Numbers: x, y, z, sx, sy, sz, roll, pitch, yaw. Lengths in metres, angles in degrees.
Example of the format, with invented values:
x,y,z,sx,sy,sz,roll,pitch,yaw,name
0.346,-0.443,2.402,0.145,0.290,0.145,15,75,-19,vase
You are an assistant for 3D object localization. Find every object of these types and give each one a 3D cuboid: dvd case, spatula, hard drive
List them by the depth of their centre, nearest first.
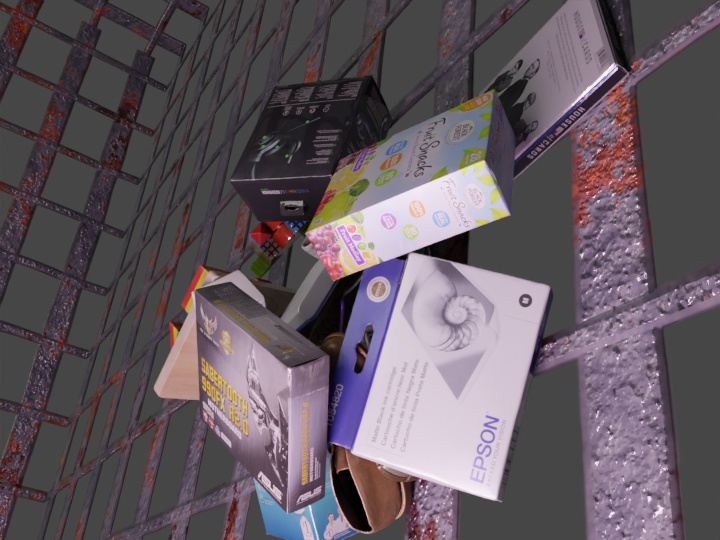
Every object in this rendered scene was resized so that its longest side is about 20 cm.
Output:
x,y,z,sx,sy,sz,roll,pitch,yaw,name
0.198,-0.198,0.860,0.200,0.024,0.153,-43,34,41,dvd case
0.000,0.000,0.943,0.057,0.020,0.204,-103,34,-78,spatula
-0.060,0.025,1.027,0.133,0.025,0.200,-59,6,-21,hard drive

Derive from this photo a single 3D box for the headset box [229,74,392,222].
x,y,z,sx,sy,sz,roll,pitch,yaw,name
-0.069,-0.165,1.113,0.171,0.093,0.203,0,54,29,headset box

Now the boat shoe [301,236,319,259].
x,y,z,sx,sy,sz,roll,pitch,yaw,name
-0.021,-0.099,1.162,0.201,0.065,0.073,-53,29,29,boat shoe

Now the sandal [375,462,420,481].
x,y,z,sx,sy,sz,roll,pitch,yaw,name
0.072,0.117,0.802,0.055,0.080,0.204,132,157,-75,sandal

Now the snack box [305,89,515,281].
x,y,z,sx,sy,sz,roll,pitch,yaw,name
0.057,-0.090,0.810,0.197,0.068,0.170,-20,28,24,snack box

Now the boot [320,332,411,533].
x,y,z,sx,sy,sz,roll,pitch,yaw,name
-0.005,0.164,0.799,0.073,0.075,0.204,-19,87,33,boot

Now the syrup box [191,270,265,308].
x,y,z,sx,sy,sz,roll,pitch,yaw,name
-0.176,0.110,1.128,0.081,0.078,0.203,40,145,41,syrup box

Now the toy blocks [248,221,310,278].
x,y,z,sx,sy,sz,roll,pitch,yaw,name
-0.104,-0.085,1.217,0.200,0.100,0.137,-46,0,-11,toy blocks

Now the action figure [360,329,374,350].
x,y,z,sx,sy,sz,roll,pitch,yaw,name
0.003,0.138,0.905,0.200,0.068,0.133,148,123,-64,action figure

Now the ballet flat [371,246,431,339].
x,y,z,sx,sy,sz,roll,pitch,yaw,name
0.048,0.008,0.870,0.065,0.074,0.203,94,-176,-53,ballet flat

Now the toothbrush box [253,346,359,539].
x,y,z,sx,sy,sz,roll,pitch,yaw,name
-0.069,0.196,0.896,0.146,0.084,0.204,-19,86,59,toothbrush box

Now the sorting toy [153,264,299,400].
x,y,z,sx,sy,sz,roll,pitch,yaw,name
-0.207,0.096,1.208,0.069,0.198,0.202,36,103,38,sorting toy

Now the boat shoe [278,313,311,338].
x,y,z,sx,sy,sz,roll,pitch,yaw,name
-0.090,0.155,1.107,0.075,0.074,0.203,95,177,-49,boat shoe

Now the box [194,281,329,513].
x,y,z,sx,sy,sz,roll,pitch,yaw,name
-0.105,0.122,0.804,0.199,0.048,0.162,30,125,47,box

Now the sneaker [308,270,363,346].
x,y,z,sx,sy,sz,roll,pitch,yaw,name
-0.009,0.018,1.036,0.201,0.066,0.091,-55,16,30,sneaker

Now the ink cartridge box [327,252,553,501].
x,y,z,sx,sy,sz,roll,pitch,yaw,name
0.063,0.089,0.744,0.196,0.041,0.204,12,78,23,ink cartridge box
